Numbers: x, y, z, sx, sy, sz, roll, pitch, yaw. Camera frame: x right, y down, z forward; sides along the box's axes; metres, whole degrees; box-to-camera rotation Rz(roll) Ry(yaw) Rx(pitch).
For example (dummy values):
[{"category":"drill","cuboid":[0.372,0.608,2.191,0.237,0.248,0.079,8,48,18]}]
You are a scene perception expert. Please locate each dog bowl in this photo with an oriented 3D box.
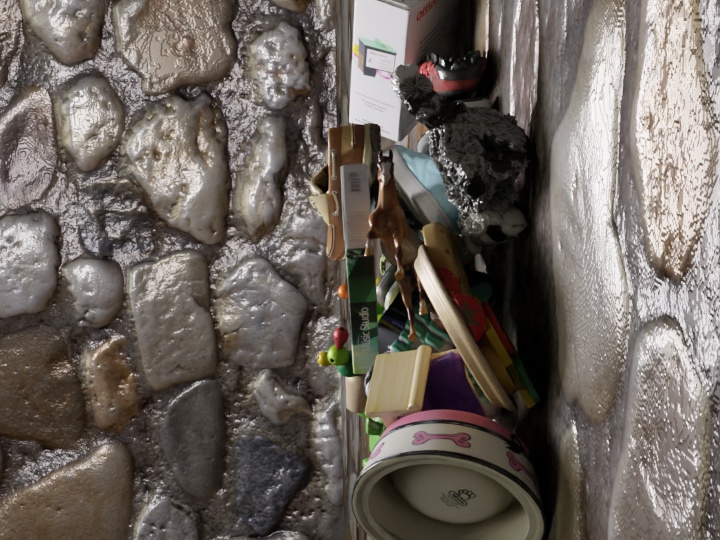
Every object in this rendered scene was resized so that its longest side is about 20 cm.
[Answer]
[{"category":"dog bowl","cuboid":[0.093,0.221,1.359,0.202,0.197,0.074,94,-172,-46]}]

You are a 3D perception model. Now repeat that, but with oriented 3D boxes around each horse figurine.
[{"category":"horse figurine","cuboid":[0.048,-0.014,1.447,0.133,0.049,0.201,-87,-26,-47]}]

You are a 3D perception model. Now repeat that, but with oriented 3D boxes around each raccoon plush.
[{"category":"raccoon plush","cuboid":[0.107,-0.114,1.393,0.201,0.096,0.135,58,159,27]}]

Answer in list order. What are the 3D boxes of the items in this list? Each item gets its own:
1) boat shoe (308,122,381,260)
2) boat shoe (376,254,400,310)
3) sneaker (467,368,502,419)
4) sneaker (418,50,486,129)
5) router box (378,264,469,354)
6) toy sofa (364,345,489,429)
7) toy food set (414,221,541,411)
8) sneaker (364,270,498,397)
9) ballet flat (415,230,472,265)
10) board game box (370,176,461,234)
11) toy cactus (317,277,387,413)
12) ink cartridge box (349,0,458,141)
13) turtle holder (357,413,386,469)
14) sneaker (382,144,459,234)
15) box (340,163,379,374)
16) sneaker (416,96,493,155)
[{"category":"boat shoe","cuboid":[-0.026,-0.100,1.617,0.076,0.073,0.201,-93,12,-47]},{"category":"boat shoe","cuboid":[0.059,-0.005,1.747,0.202,0.060,0.073,-42,-23,-57]},{"category":"sneaker","cuboid":[0.117,0.114,1.563,0.200,0.073,0.120,-130,33,-84]},{"category":"sneaker","cuboid":[0.109,-0.211,1.585,0.200,0.070,0.099,-127,36,-83]},{"category":"router box","cuboid":[0.075,0.082,1.719,0.158,0.052,0.201,-53,-19,-35]},{"category":"toy sofa","cuboid":[0.086,0.177,1.430,0.083,0.096,0.201,-75,-31,-42]},{"category":"toy food set","cuboid":[0.117,0.055,1.367,0.199,0.048,0.200,58,-175,-22]},{"category":"sneaker","cuboid":[0.083,0.087,1.530,0.074,0.200,0.088,40,167,27]},{"category":"ballet flat","cuboid":[0.078,-0.045,1.666,0.200,0.062,0.069,-133,33,-55]},{"category":"board game box","cuboid":[0.072,-0.093,1.660,0.200,0.133,0.029,-104,22,-67]},{"category":"toy cactus","cuboid":[-0.002,0.106,1.746,0.200,0.101,0.167,-50,-29,-65]},{"category":"ink cartridge box","cuboid":[0.057,-0.292,1.702,0.145,0.083,0.202,-50,-26,-40]},{"category":"turtle holder","cuboid":[0.064,0.219,1.859,0.141,0.130,0.188,-106,15,-63]},{"category":"sneaker","cuboid":[0.087,-0.100,1.511,0.074,0.081,0.200,61,178,-34]},{"category":"box","cuboid":[0.000,0.000,1.543,0.145,0.036,0.202,-93,-2,-47]},{"category":"sneaker","cuboid":[0.113,-0.135,1.576,0.200,0.073,0.080,111,151,-75]}]
